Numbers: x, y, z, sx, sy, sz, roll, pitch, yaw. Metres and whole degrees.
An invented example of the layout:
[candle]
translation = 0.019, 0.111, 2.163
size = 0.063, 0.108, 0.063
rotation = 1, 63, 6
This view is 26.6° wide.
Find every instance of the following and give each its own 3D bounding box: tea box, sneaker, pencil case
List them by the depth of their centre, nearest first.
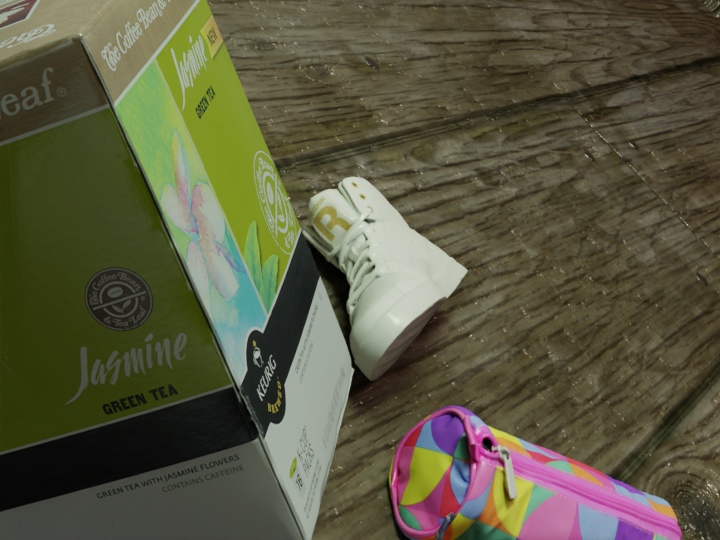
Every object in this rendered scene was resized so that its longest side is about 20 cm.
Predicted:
[tea box]
translation = -0.132, 0.010, 0.567
size = 0.134, 0.198, 0.198
rotation = -75, 146, -62
[pencil case]
translation = 0.109, 0.148, 0.915
size = 0.199, 0.088, 0.089
rotation = 26, 30, -33
[sneaker]
translation = 0.000, 0.000, 1.011
size = 0.115, 0.074, 0.200
rotation = 42, 15, 2
